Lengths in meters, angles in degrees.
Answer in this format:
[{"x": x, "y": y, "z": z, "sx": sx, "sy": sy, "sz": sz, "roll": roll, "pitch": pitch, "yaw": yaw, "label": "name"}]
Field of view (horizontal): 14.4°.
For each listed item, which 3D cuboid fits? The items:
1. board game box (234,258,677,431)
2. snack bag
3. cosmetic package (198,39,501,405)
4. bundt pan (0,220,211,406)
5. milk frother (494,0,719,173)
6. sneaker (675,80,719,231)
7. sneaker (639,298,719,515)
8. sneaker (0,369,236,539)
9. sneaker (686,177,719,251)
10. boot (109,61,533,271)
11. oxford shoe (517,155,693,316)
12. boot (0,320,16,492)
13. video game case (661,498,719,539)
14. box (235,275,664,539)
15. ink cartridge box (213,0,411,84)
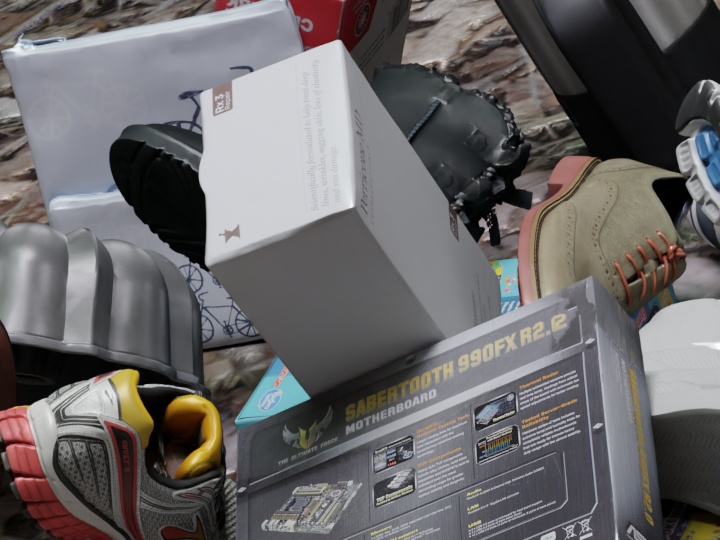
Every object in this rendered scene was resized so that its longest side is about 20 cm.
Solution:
[{"x": 0.053, "y": 0.051, "z": 1.507, "sx": 0.199, "sy": 0.047, "sz": 0.151, "roll": -5, "pitch": 28, "yaw": 24, "label": "board game box"}, {"x": -0.099, "y": -0.051, "z": 1.642, "sx": 0.188, "sy": 0.201, "sz": 0.021, "roll": -8, "pitch": 15, "yaw": 18, "label": "snack bag"}, {"x": 0.000, "y": 0.000, "z": 1.365, "sx": 0.081, "sy": 0.200, "sz": 0.113, "roll": -18, "pitch": 50, "yaw": 15, "label": "cosmetic package"}, {"x": -0.175, "y": 0.023, "z": 1.544, "sx": 0.201, "sy": 0.076, "sz": 0.202, "roll": 7, "pitch": -13, "yaw": 2, "label": "bundt pan"}, {"x": 0.189, "y": -0.162, "z": 1.625, "sx": 0.200, "sy": 0.188, "sz": 0.181, "roll": -35, "pitch": 19, "yaw": -2, "label": "milk frother"}, {"x": 0.231, "y": -0.017, "z": 1.448, "sx": 0.086, "sy": 0.075, "sz": 0.201, "roll": -1, "pitch": 54, "yaw": -20, "label": "sneaker"}, {"x": 0.184, "y": 0.058, "z": 1.322, "sx": 0.199, "sy": 0.074, "sz": 0.115, "roll": 9, "pitch": 40, "yaw": 46, "label": "sneaker"}, {"x": -0.089, "y": 0.103, "z": 1.353, "sx": 0.082, "sy": 0.200, "sz": 0.078, "roll": -27, "pitch": 63, "yaw": 15, "label": "sneaker"}, {"x": 0.279, "y": -0.062, "z": 1.557, "sx": 0.199, "sy": 0.079, "sz": 0.079, "roll": -31, "pitch": 22, "yaw": -4, "label": "sneaker"}, {"x": -0.015, "y": -0.058, "z": 1.559, "sx": 0.198, "sy": 0.074, "sz": 0.163, "roll": 29, "pitch": 53, "yaw": 16, "label": "boot"}, {"x": 0.125, "y": -0.007, "z": 1.443, "sx": 0.074, "sy": 0.071, "sz": 0.200, "roll": -3, "pitch": 29, "yaw": 17, "label": "oxford shoe"}, {"x": -0.183, "y": 0.129, "z": 1.363, "sx": 0.068, "sy": 0.189, "sz": 0.200, "roll": 17, "pitch": 8, "yaw": -28, "label": "boot"}, {"x": 0.171, "y": 0.130, "z": 1.299, "sx": 0.181, "sy": 0.023, "sz": 0.200, "roll": -3, "pitch": 30, "yaw": 28, "label": "video game case"}, {"x": 0.036, "y": 0.108, "z": 1.288, "sx": 0.199, "sy": 0.048, "sz": 0.159, "roll": -25, "pitch": 41, "yaw": 21, "label": "box"}, {"x": -0.032, "y": -0.118, "z": 1.712, "sx": 0.083, "sy": 0.201, "sz": 0.144, "roll": 18, "pitch": 36, "yaw": 13, "label": "ink cartridge box"}]
